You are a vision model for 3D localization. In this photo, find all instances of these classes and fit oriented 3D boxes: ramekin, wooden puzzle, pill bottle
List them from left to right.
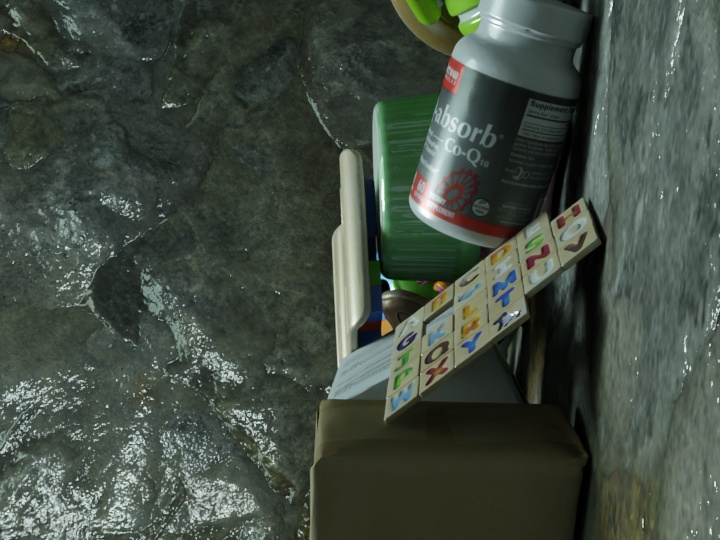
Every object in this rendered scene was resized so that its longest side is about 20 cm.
[{"bbox_3d":[0.000,0.000,1.145,0.201,0.045,0.189,101,166,-68],"label":"wooden puzzle"},{"bbox_3d":[0.064,-0.083,1.126,0.200,0.096,0.204,178,90,-89],"label":"ramekin"},{"bbox_3d":[0.120,-0.131,0.936,0.116,0.114,0.203,-78,4,-71],"label":"pill bottle"}]

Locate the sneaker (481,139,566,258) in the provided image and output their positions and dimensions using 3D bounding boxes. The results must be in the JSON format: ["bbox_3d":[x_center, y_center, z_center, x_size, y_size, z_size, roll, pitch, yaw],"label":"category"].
[{"bbox_3d":[0.151,-0.090,1.042,0.105,0.074,0.204,-30,-52,-81],"label":"sneaker"}]

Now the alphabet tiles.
[{"bbox_3d":[0.098,0.021,0.847,0.199,0.008,0.168,-39,12,17],"label":"alphabet tiles"}]

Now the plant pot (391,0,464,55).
[{"bbox_3d":[0.117,-0.314,1.099,0.027,0.196,0.204,-156,69,-72],"label":"plant pot"}]

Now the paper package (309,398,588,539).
[{"bbox_3d":[0.059,0.203,0.836,0.104,0.196,0.194,-92,4,-72],"label":"paper package"}]

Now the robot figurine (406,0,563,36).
[{"bbox_3d":[0.117,-0.299,1.025,0.202,0.173,0.116,60,-167,-13],"label":"robot figurine"}]

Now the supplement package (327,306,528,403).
[{"bbox_3d":[0.071,0.131,0.986,0.154,0.149,0.200,60,-173,-5],"label":"supplement package"}]

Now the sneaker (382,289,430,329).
[{"bbox_3d":[0.093,0.105,1.359,0.070,0.199,0.076,-19,38,49],"label":"sneaker"}]

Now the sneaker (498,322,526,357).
[{"bbox_3d":[0.164,0.103,1.295,0.119,0.073,0.201,-50,-33,-9],"label":"sneaker"}]

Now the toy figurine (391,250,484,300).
[{"bbox_3d":[0.126,-0.047,1.291,0.201,0.150,0.184,-48,4,-8],"label":"toy figurine"}]

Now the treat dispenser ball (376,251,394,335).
[{"bbox_3d":[0.105,0.032,1.566,0.201,0.197,0.205,4,-90,-87],"label":"treat dispenser ball"}]
